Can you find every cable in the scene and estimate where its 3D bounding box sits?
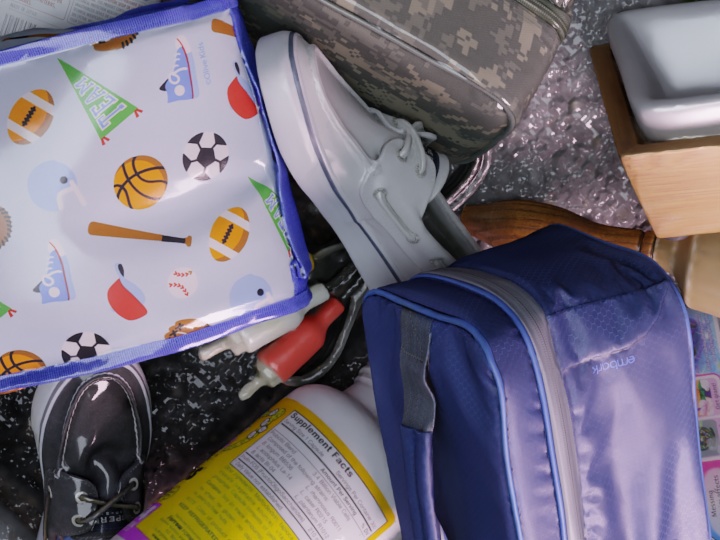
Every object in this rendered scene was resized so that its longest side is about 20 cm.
[{"bbox_3d":[0.000,0.000,0.973,0.200,0.050,0.097,-32,117,-1],"label":"cable"}]

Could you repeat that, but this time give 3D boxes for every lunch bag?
[{"bbox_3d":[-0.136,-0.039,0.872,0.200,0.124,0.170,-14,103,4],"label":"lunch bag"},{"bbox_3d":[0.079,0.090,0.870,0.132,0.136,0.200,-17,108,-24],"label":"lunch bag"},{"bbox_3d":[0.022,-0.177,0.902,0.200,0.139,0.168,30,75,-6],"label":"lunch bag"}]

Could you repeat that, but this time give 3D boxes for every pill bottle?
[{"bbox_3d":[-0.038,0.133,0.964,0.200,0.104,0.104,-38,100,-18],"label":"pill bottle"}]

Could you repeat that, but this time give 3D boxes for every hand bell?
[{"bbox_3d":[0.152,-0.013,0.964,0.200,0.104,0.104,11,104,19],"label":"hand bell"}]

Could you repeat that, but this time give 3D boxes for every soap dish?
[{"bbox_3d":[0.226,-0.085,0.907,0.200,0.157,0.081,-6,117,4],"label":"soap dish"}]

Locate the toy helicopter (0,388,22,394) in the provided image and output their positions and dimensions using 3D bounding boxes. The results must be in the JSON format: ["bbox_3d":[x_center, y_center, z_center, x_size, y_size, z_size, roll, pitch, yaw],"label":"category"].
[{"bbox_3d":[-0.138,0.005,0.983,0.200,0.079,0.133,4,97,-11],"label":"toy helicopter"}]

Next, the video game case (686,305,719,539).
[{"bbox_3d":[0.187,0.117,0.971,0.182,0.024,0.200,-8,72,4],"label":"video game case"}]

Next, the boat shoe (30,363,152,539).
[{"bbox_3d":[-0.151,0.134,0.985,0.070,0.066,0.200,-2,124,-27],"label":"boat shoe"}]

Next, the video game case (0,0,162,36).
[{"bbox_3d":[-0.190,-0.206,0.933,0.200,0.022,0.183,21,102,-3],"label":"video game case"}]

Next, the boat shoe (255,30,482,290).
[{"bbox_3d":[0.013,-0.050,0.897,0.065,0.074,0.200,-19,133,17],"label":"boat shoe"}]
